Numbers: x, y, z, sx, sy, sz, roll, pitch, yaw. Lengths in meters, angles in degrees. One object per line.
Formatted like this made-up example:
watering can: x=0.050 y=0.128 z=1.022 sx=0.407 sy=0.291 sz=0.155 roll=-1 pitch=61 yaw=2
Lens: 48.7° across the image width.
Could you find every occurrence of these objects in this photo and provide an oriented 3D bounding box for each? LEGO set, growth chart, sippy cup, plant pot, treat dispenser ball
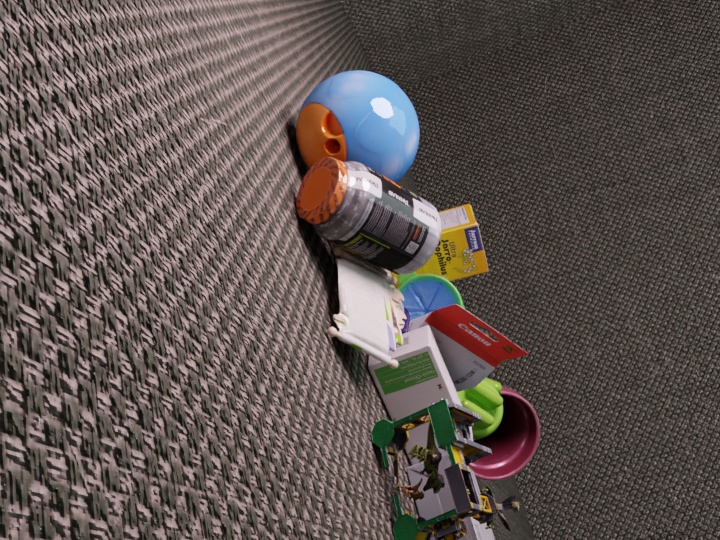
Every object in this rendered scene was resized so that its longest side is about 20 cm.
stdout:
LEGO set: x=0.110 y=0.270 z=1.050 sx=0.116 sy=0.154 sz=0.200 roll=31 pitch=28 yaw=-47
growth chart: x=0.012 y=0.051 z=1.139 sx=0.145 sy=0.018 sz=0.200 roll=34 pitch=33 yaw=-27
sippy cup: x=0.134 y=0.083 z=1.500 sx=0.130 sy=0.139 sz=0.178 roll=35 pitch=59 yaw=-73
plant pot: x=0.277 y=0.341 z=1.780 sx=0.179 sy=0.200 sz=0.200 roll=-139 pitch=-155 yaw=-76
treat dispenser ball: x=-0.005 y=-0.220 z=1.288 sx=0.201 sy=0.201 sz=0.201 roll=-21 pitch=90 yaw=-80

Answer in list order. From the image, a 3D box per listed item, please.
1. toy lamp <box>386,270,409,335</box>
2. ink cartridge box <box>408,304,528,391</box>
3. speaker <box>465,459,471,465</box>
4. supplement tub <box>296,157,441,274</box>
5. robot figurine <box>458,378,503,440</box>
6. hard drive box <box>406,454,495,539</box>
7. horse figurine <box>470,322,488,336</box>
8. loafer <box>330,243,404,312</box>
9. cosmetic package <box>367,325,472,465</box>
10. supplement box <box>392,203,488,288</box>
toy lamp: x=0.050 y=0.044 z=1.350 sx=0.200 sy=0.058 sz=0.058 roll=-95 pitch=162 yaw=-51
ink cartridge box: x=0.151 y=0.135 z=1.311 sx=0.160 sy=0.200 sz=0.047 roll=34 pitch=60 yaw=-18
speaker: x=0.132 y=0.257 z=1.413 sx=0.081 sy=0.081 sz=0.200 roll=55 pitch=17 yaw=-57
supplement tub: x=0.012 y=-0.081 z=1.164 sx=0.200 sy=0.123 sz=0.123 roll=25 pitch=37 yaw=-36
robot figurine: x=0.196 y=0.270 z=1.517 sx=0.116 sy=0.176 sz=0.200 roll=31 pitch=-26 yaw=-4
hard drive box: x=0.150 y=0.387 z=1.255 sx=0.200 sy=0.077 sz=0.156 roll=50 pitch=22 yaw=-62
horse figurine: x=0.199 y=0.106 z=1.642 sx=0.133 sy=0.050 sz=0.200 roll=55 pitch=13 yaw=27
loafer: x=0.000 y=0.000 z=1.248 sx=0.070 sy=0.070 sz=0.200 roll=-16 pitch=73 yaw=-55
cosmetic package: x=0.097 y=0.202 z=1.260 sx=0.085 sy=0.107 sz=0.200 roll=-80 pitch=147 yaw=-71
supplement box: x=0.141 y=-0.041 z=1.586 sx=0.109 sy=0.200 sz=0.110 roll=-90 pitch=164 yaw=-65
